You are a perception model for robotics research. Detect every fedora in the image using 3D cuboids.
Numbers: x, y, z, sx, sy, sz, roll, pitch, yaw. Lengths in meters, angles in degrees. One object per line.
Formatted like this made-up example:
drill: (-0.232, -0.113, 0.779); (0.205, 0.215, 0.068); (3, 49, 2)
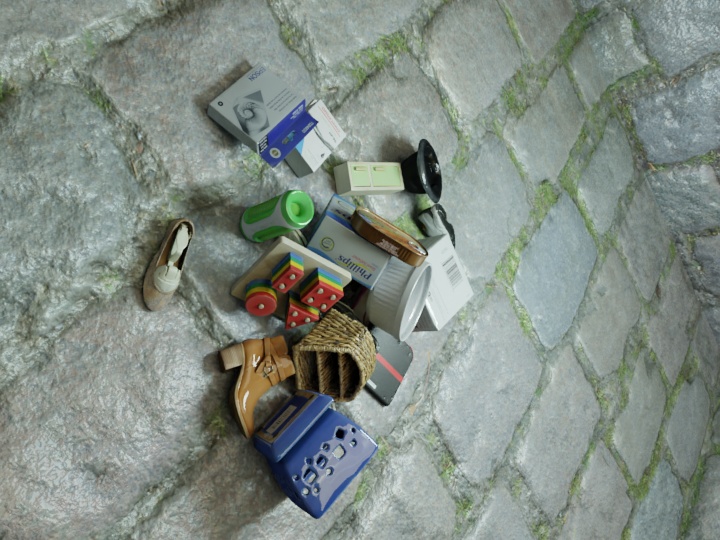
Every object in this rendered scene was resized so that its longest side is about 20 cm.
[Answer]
fedora: (0.168, -0.277, 1.693); (0.200, 0.090, 0.206); (-10, 90, -67)

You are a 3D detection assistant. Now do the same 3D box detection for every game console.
game console: (0.049, 0.232, 1.566); (0.200, 0.031, 0.179); (46, 62, -25)

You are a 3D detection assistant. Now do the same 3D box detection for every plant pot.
plant pot: (-0.111, 0.376, 1.273); (0.200, 0.199, 0.181); (-43, 103, -22)

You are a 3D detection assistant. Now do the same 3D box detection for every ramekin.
ramekin: (0.094, 0.060, 1.451); (0.201, 0.103, 0.203); (-55, 158, -35)

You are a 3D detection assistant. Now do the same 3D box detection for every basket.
basket: (-0.056, 0.221, 1.346); (0.149, 0.141, 0.203); (-43, 149, -37)

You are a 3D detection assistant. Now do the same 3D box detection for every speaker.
speaker: (-0.188, -0.117, 1.299); (0.087, 0.198, 0.091); (8, 77, -39)

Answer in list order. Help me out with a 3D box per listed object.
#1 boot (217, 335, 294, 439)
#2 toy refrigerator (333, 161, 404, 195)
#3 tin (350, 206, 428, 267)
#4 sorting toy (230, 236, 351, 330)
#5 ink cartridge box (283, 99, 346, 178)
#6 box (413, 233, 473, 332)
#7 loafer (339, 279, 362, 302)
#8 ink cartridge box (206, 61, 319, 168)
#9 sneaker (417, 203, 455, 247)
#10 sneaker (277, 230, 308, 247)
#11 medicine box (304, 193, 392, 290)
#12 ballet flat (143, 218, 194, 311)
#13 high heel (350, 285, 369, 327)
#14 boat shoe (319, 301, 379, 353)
boot: (-0.213, 0.246, 1.280); (0.152, 0.073, 0.205); (-12, 86, -28)
toy refrigerator: (0.027, -0.248, 1.597); (0.197, 0.069, 0.078); (-7, 87, -41)
tin: (0.064, -0.075, 1.332); (0.197, 0.042, 0.113); (31, 23, -11)
sorting toy: (-0.152, 0.048, 1.297); (0.198, 0.198, 0.071); (28, 37, -33)
ink cartridge box: (-0.116, -0.344, 1.488); (0.117, 0.067, 0.201); (50, 54, -22)
box: (0.185, 0.036, 1.646); (0.199, 0.129, 0.202); (-37, 107, -38)
loafer: (0.000, 0.000, 1.528); (0.073, 0.072, 0.202); (44, 56, -25)
ink cartridge box: (-0.218, -0.365, 1.370); (0.199, 0.041, 0.201); (38, 57, -2)
sneaker: (0.233, -0.115, 1.762); (0.202, 0.078, 0.075); (57, 31, -38)
sneaker: (-0.168, -0.011, 1.381); (0.115, 0.075, 0.204); (-35, 108, -41)
medicine box: (-0.021, -0.074, 1.402); (0.180, 0.104, 0.201); (31, 18, -8)
ballet flat: (-0.386, -0.018, 1.196); (0.067, 0.067, 0.205); (23, 68, -35)
high heel: (0.005, 0.109, 1.486); (0.066, 0.096, 0.203); (30, 66, -3)
boat shoe: (-0.032, 0.135, 1.438); (0.199, 0.068, 0.072); (42, 89, 3)
